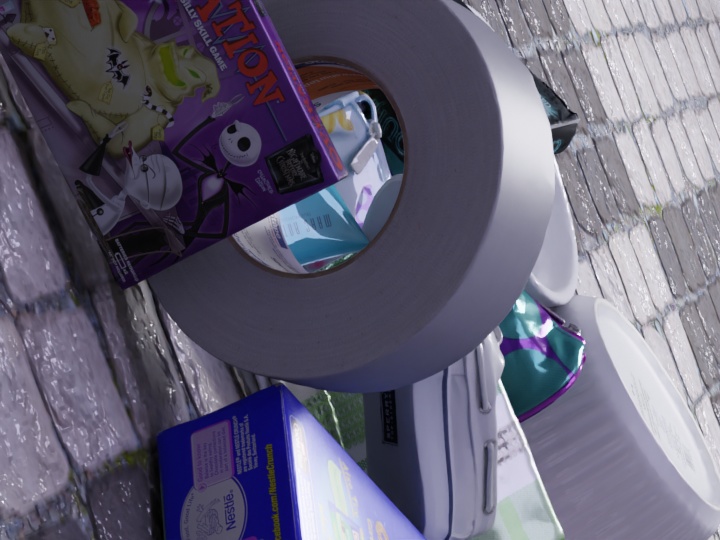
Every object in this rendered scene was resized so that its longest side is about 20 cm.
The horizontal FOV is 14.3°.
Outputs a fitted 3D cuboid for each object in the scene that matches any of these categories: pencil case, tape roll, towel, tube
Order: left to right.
[{"bbox_3d":[-0.068,-0.084,1.480,0.200,0.077,0.050,62,-29,20],"label":"tube"},{"bbox_3d":[-0.010,-0.044,1.368,0.066,0.200,0.201,20,52,-62],"label":"tape roll"},{"bbox_3d":[0.000,0.000,1.596,0.083,0.090,0.201,-44,114,-71],"label":"pencil case"},{"bbox_3d":[0.024,0.087,1.532,0.149,0.031,0.201,-29,100,-30],"label":"towel"},{"bbox_3d":[0.047,-0.002,1.673,0.200,0.092,0.085,55,-13,1],"label":"pencil case"}]

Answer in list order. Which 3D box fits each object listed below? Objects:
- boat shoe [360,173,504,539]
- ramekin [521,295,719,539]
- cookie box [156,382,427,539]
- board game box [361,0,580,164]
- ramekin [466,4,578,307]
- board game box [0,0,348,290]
[{"bbox_3d":[0.040,0.046,1.487,0.065,0.074,0.201,-9,109,-32],"label":"boat shoe"},{"bbox_3d":[0.148,0.110,1.830,0.200,0.105,0.200,53,14,-20],"label":"ramekin"},{"bbox_3d":[-0.016,0.181,1.373,0.200,0.075,0.172,50,25,-47],"label":"cookie box"},{"bbox_3d":[0.021,-0.135,1.675,0.135,0.028,0.200,-9,49,-46],"label":"board game box"},{"bbox_3d":[0.054,-0.058,1.806,0.201,0.097,0.201,55,23,-37],"label":"ramekin"},{"bbox_3d":[-0.103,-0.106,1.325,0.200,0.120,0.032,63,9,-2],"label":"board game box"}]
